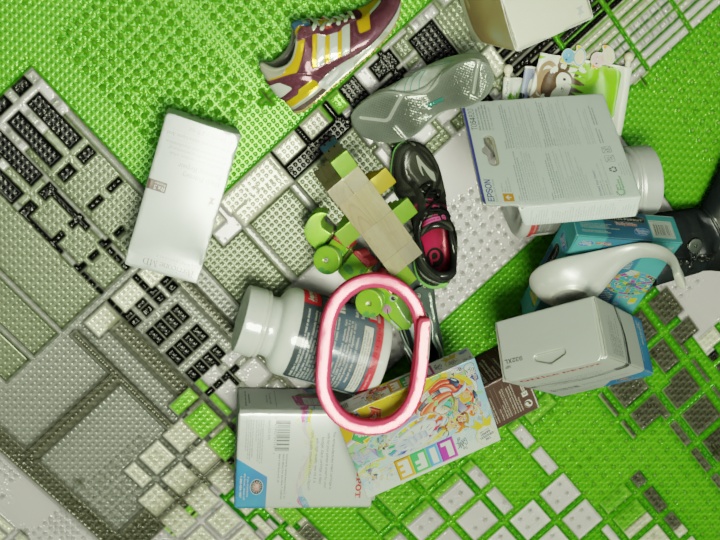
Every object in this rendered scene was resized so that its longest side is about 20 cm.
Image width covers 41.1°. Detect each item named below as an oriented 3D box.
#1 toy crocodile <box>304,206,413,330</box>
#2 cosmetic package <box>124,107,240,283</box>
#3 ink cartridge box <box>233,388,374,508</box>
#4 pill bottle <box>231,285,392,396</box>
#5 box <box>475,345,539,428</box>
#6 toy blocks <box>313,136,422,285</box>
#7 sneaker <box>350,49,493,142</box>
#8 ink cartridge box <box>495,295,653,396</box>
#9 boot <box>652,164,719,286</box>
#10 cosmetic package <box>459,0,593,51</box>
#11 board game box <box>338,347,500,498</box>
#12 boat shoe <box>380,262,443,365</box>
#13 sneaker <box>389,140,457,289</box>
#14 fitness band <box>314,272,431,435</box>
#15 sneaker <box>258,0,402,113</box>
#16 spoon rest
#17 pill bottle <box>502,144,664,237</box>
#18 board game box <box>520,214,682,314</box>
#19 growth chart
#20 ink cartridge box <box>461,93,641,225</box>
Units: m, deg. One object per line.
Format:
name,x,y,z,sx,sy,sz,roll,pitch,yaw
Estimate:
toy crocodile,0.000,0.000,1.276,0.200,0.067,0.062,45,113,4
cosmetic package,-0.228,-0.096,1.233,0.100,0.074,0.204,15,101,-13
ink cartridge box,-0.077,0.248,1.347,0.196,0.085,0.148,2,105,-9
pill bottle,-0.066,0.090,1.286,0.197,0.120,0.122,17,102,-14
box,0.140,0.191,1.361,0.198,0.100,0.076,-28,108,-2
toy blocks,0.002,-0.086,1.247,0.099,0.137,0.201,-38,118,2
sneaker,0.081,-0.227,1.254,0.197,0.081,0.071,-19,117,16
ink cartridge box,0.288,0.106,1.288,0.143,0.199,0.085,-17,70,29
boot,0.476,-0.080,1.354,0.165,0.077,0.204,-7,113,-12
cosmetic package,0.195,-0.326,1.173,0.104,0.200,0.072,-24,108,-3
board game box,0.075,0.203,1.275,0.197,0.034,0.136,-23,114,-3
boat shoe,0.077,0.052,1.330,0.071,0.062,0.204,-15,107,-3
sneaker,0.094,-0.077,1.276,0.075,0.084,0.204,-17,93,-15
fitness band,0.015,0.104,1.209,0.141,0.037,0.204,6,93,-2
sneaker,-0.037,-0.294,1.209,0.200,0.075,0.090,-44,113,3
spoon rest,0.314,0.005,1.237,0.197,0.062,0.099,-9,145,27
pill bottle,0.297,-0.112,1.295,0.196,0.114,0.116,-7,107,-8
board game box,0.322,0.003,1.310,0.148,0.048,0.201,4,142,-12
growth chart,0.278,-0.231,1.311,0.196,0.018,0.148,-5,105,-9
ink cartridge box,0.233,-0.143,1.217,0.196,0.202,0.041,-3,139,-2
